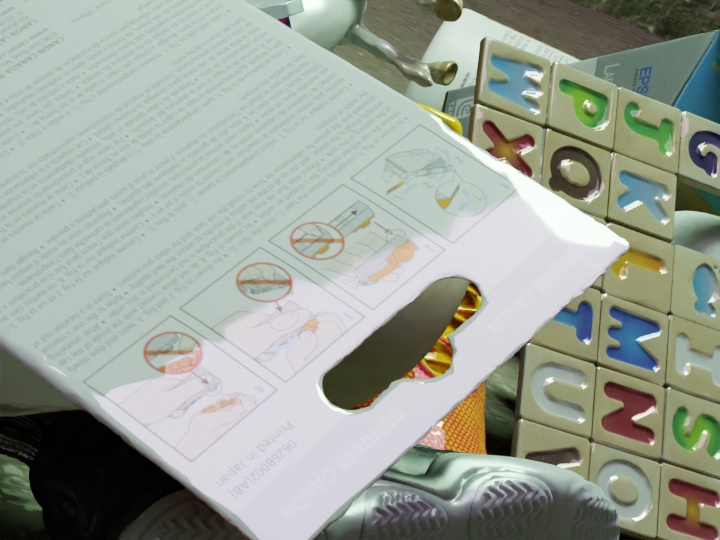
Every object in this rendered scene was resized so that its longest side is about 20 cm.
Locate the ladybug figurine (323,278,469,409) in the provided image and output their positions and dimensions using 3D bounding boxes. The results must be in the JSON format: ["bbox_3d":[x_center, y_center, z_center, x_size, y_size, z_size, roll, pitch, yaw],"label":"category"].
[{"bbox_3d":[-0.038,-0.021,0.768,0.072,0.136,0.200,44,-7,-35],"label":"ladybug figurine"}]

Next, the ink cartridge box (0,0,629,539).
[{"bbox_3d":[-0.050,-0.007,0.597,0.200,0.050,0.162,35,50,20],"label":"ink cartridge box"}]

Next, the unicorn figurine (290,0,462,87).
[{"bbox_3d":[-0.022,-0.117,1.033,0.137,0.074,0.200,22,27,26],"label":"unicorn figurine"}]

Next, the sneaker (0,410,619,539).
[{"bbox_3d":[-0.015,0.064,0.618,0.200,0.076,0.114,6,25,-46],"label":"sneaker"}]

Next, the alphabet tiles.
[{"bbox_3d":[0.114,0.014,0.871,0.167,0.200,0.008,18,-29,-20],"label":"alphabet tiles"}]

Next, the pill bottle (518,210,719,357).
[{"bbox_3d":[0.171,0.035,0.974,0.200,0.113,0.113,12,17,-38],"label":"pill bottle"}]

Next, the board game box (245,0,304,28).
[{"bbox_3d":[-0.130,-0.073,0.786,0.200,0.026,0.200,-13,11,-8],"label":"board game box"}]

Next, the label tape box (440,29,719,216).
[{"bbox_3d":[0.155,-0.046,1.049,0.200,0.063,0.144,-10,-37,37],"label":"label tape box"}]

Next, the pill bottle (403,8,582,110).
[{"bbox_3d":[0.127,-0.073,1.309,0.200,0.114,0.114,26,14,8],"label":"pill bottle"}]

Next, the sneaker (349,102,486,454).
[{"bbox_3d":[0.017,0.011,0.789,0.073,0.077,0.200,18,41,-28],"label":"sneaker"}]
